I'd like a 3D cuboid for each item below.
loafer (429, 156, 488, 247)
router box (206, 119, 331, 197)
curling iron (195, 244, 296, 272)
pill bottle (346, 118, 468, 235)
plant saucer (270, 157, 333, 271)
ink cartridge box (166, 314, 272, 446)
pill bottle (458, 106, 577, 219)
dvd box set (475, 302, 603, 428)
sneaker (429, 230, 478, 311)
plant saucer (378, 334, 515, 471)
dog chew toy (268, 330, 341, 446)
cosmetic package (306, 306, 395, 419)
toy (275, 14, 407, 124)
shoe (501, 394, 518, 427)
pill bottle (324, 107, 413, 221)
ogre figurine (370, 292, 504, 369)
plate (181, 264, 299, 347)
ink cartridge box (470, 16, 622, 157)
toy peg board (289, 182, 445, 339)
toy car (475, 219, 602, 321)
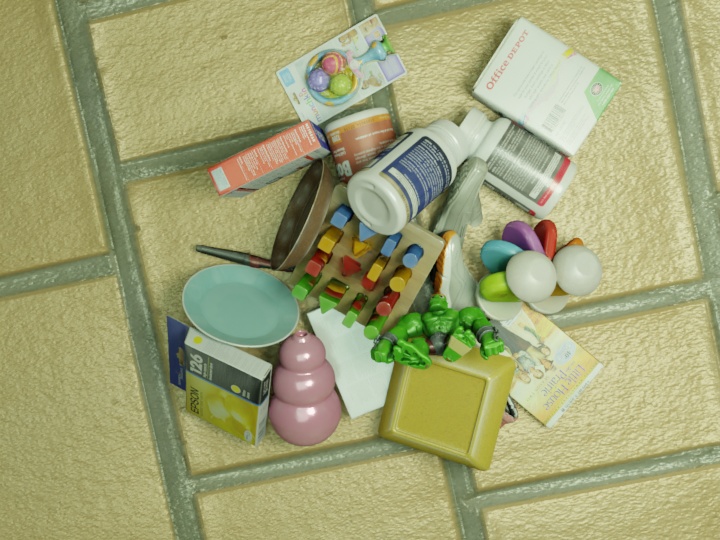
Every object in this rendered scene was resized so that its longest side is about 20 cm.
[{"bbox_3d":[0.171,-0.103,1.603,0.070,0.070,0.200,17,137,-6],"label":"loafer"},{"bbox_3d":[-0.142,-0.179,1.592,0.179,0.200,0.049,-25,92,4],"label":"router box"},{"bbox_3d":[-0.188,-0.025,1.690,0.199,0.026,0.050,9,132,7],"label":"curling iron"},{"bbox_3d":[0.081,-0.153,1.528,0.111,0.111,0.200,48,59,0],"label":"pill bottle"},{"bbox_3d":[-0.092,-0.087,1.602,0.034,0.200,0.201,23,96,-15],"label":"plant saucer"},{"bbox_3d":[-0.246,0.187,1.630,0.199,0.047,0.198,22,139,11],"label":"ink cartridge box"},{"bbox_3d":[0.246,-0.181,1.605,0.200,0.111,0.111,33,96,1],"label":"pill bottle"},{"bbox_3d":[0.292,0.152,1.667,0.200,0.029,0.146,40,96,1],"label":"dvd box set"},{"bbox_3d":[0.167,0.021,1.635,0.092,0.076,0.201,-9,121,-11],"label":"sneaker"},{"bbox_3d":[0.134,0.217,1.601,0.199,0.048,0.201,16,102,15],"label":"plant saucer"},{"bbox_3d":[-0.094,0.193,1.634,0.124,0.125,0.201,2,116,4],"label":"dog chew toy"},{"bbox_3d":[0.016,0.133,1.676,0.150,0.052,0.201,-22,92,8],"label":"cosmetic package"},{"bbox_3d":[-0.034,-0.337,1.647,0.199,0.047,0.115,-28,90,5],"label":"toy"},{"bbox_3d":[0.183,0.185,1.644,0.091,0.071,0.200,-29,97,32],"label":"shoe"},{"bbox_3d":[0.020,-0.161,1.624,0.112,0.112,0.201,-17,92,5],"label":"pill bottle"},{"bbox_3d":[0.122,0.101,1.537,0.199,0.120,0.098,-25,110,20],"label":"ogre figurine"},{"bbox_3d":[-0.201,0.063,1.633,0.199,0.200,0.026,21,127,3],"label":"plate"},{"bbox_3d":[0.301,-0.299,1.605,0.200,0.088,0.146,33,95,0],"label":"ink cartridge box"},{"bbox_3d":[0.000,0.000,1.567,0.200,0.098,0.200,29,114,2],"label":"toy peg board"},{"bbox_3d":[0.277,-0.010,1.570,0.199,0.175,0.151,-7,75,-20],"label":"toy car"}]
